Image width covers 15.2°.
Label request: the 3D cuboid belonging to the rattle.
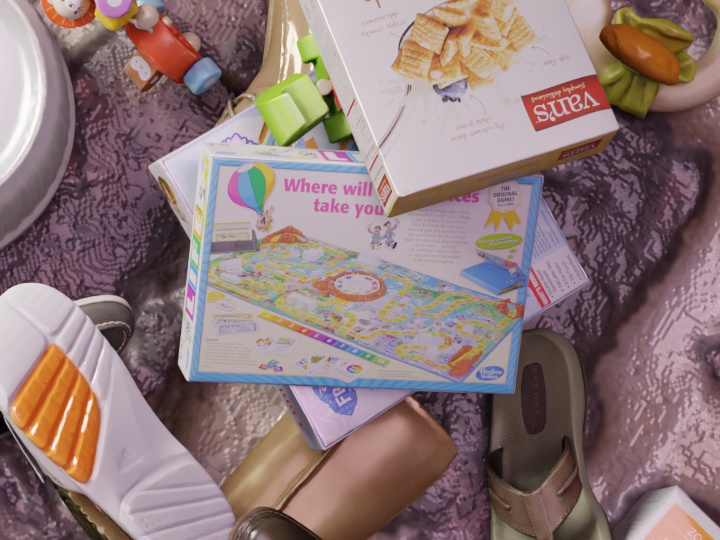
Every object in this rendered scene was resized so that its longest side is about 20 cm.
[{"bbox_3d":[0.224,-0.195,1.711,0.199,0.143,0.131,-33,70,-6],"label":"rattle"}]

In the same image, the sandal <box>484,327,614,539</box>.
[{"bbox_3d":[0.105,0.128,1.656,0.079,0.057,0.202,-18,64,21],"label":"sandal"}]

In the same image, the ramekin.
[{"bbox_3d":[-0.270,-0.102,1.628,0.199,0.105,0.202,1,82,-9],"label":"ramekin"}]

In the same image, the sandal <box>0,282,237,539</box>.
[{"bbox_3d":[-0.157,0.103,1.584,0.207,0.059,0.079,52,58,-11],"label":"sandal"}]

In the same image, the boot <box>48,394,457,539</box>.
[{"bbox_3d":[-0.067,0.120,1.657,0.200,0.066,0.175,-45,97,-14],"label":"boot"}]

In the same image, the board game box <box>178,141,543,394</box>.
[{"bbox_3d":[0.000,0.000,1.569,0.198,0.034,0.135,3,105,-15],"label":"board game box"}]

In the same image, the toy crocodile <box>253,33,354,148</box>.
[{"bbox_3d":[0.030,-0.122,1.591,0.199,0.062,0.068,-18,91,-15],"label":"toy crocodile"}]

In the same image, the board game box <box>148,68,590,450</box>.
[{"bbox_3d":[0.006,-0.028,1.633,0.199,0.041,0.201,-30,94,-14],"label":"board game box"}]

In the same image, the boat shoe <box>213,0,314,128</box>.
[{"bbox_3d":[-0.057,-0.084,1.678,0.064,0.071,0.202,4,83,-11],"label":"boat shoe"}]

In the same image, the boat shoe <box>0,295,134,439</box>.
[{"bbox_3d":[-0.220,0.082,1.624,0.199,0.067,0.057,-25,55,-5],"label":"boat shoe"}]

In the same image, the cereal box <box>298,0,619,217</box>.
[{"bbox_3d":[0.046,-0.143,1.552,0.143,0.040,0.201,-18,74,-18],"label":"cereal box"}]

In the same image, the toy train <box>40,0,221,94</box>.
[{"bbox_3d":[-0.175,-0.181,1.649,0.056,0.150,0.200,-42,83,5],"label":"toy train"}]

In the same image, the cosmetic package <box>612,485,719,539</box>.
[{"bbox_3d":[0.158,0.240,1.670,0.101,0.071,0.200,42,78,-2],"label":"cosmetic package"}]

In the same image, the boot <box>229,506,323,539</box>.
[{"bbox_3d":[0.001,0.224,1.597,0.075,0.097,0.201,-43,116,-20],"label":"boot"}]
